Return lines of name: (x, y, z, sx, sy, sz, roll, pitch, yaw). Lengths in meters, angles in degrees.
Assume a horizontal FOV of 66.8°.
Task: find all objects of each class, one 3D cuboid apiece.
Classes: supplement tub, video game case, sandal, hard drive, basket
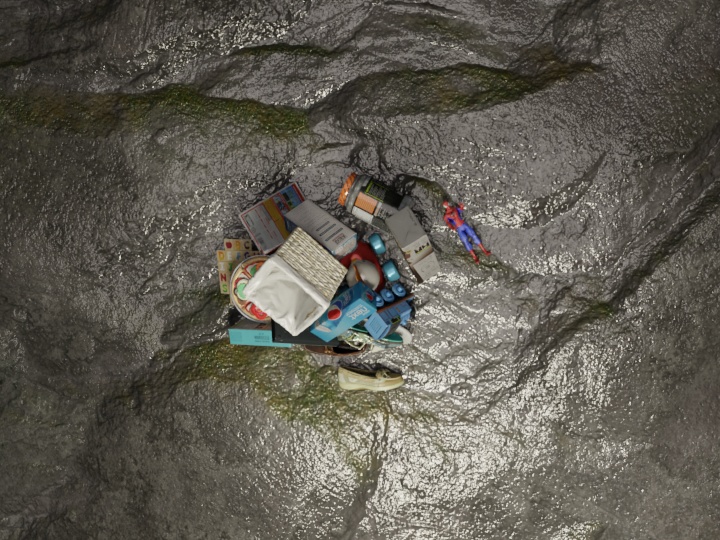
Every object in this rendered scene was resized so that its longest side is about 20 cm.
supplement tub: (0.044, -0.193, 1.564, 0.198, 0.123, 0.124, 28, 94, 3)
video game case: (-0.241, -0.153, 1.617, 0.198, 0.017, 0.144, -32, 89, -10)
sandal: (0.063, 0.156, 1.608, 0.199, 0.083, 0.050, 22, 51, -3)
hard drive: (-0.157, 0.141, 1.555, 0.197, 0.033, 0.142, 7, 59, -27)
basket: (-0.174, 0.028, 1.459, 0.199, 0.162, 0.198, 39, 136, -9)

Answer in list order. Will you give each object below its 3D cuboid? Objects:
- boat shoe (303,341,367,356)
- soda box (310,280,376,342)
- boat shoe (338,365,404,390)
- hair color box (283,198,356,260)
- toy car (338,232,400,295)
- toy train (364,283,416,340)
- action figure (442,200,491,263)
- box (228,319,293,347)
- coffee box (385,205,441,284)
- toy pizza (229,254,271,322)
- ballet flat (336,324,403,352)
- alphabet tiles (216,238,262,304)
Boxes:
boat shoe: (-0.077, 0.217, 1.616, 0.196, 0.070, 0.072, -4, 98, 7)
soda box: (-0.047, 0.114, 1.474, 0.067, 0.065, 0.199, 35, 127, -29)
boat shoe: (0.030, 0.313, 1.610, 0.197, 0.073, 0.065, -2, 97, 12)
hair color box: (-0.114, -0.110, 1.536, 0.199, 0.061, 0.100, 36, 58, 26)
toy car: (0.000, 0.000, 1.535, 0.182, 0.200, 0.179, -28, 89, 5)
toy train: (0.083, 0.114, 1.540, 0.115, 0.198, 0.087, 52, 130, 17)
action figure: (0.298, -0.118, 1.560, 0.065, 0.099, 0.201, -36, 86, 4)
box: (-0.280, 0.183, 1.603, 0.196, 0.082, 0.050, 1, 107, 18)
coffee box: (0.149, -0.067, 1.508, 0.079, 0.201, 0.114, -30, 55, 3)
toy pizza: (-0.283, 0.056, 1.580, 0.196, 0.032, 0.204, 0, 102, 1)
ballet flat: (0.023, 0.196, 1.558, 0.196, 0.074, 0.076, 18, 93, -6)
alphabet tiles: (-0.357, 0.007, 1.624, 0.164, 0.006, 0.204, 3, 104, 26)
